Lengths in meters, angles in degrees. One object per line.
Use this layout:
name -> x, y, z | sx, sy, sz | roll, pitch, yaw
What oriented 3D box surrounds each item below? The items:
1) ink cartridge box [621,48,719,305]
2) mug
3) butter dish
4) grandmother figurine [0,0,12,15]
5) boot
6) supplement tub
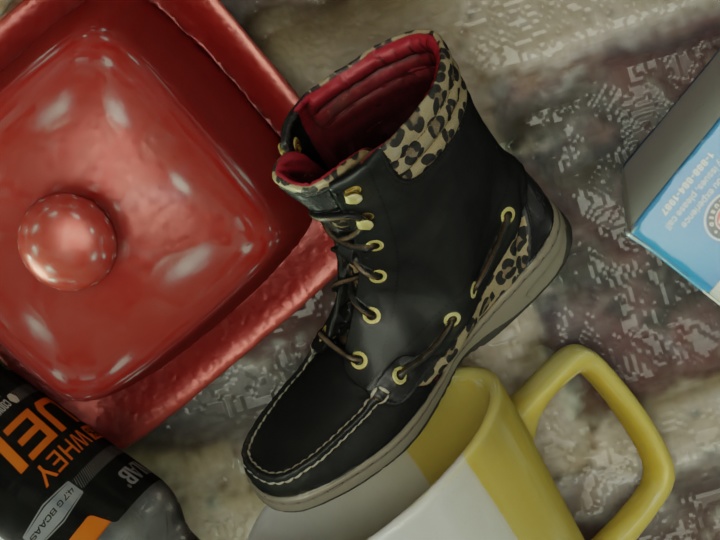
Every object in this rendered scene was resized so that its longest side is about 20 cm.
ink cartridge box -> 0.240, -0.026, 0.962 | 0.200, 0.145, 0.147 | 38, 103, -4
mug -> 0.062, 0.142, 1.017 | 0.186, 0.150, 0.153 | -33, 106, 17
butter dish -> -0.122, -0.026, 0.988 | 0.200, 0.148, 0.200 | -39, 96, 11
grandmother figurine -> -0.186, -0.178, 1.007 | 0.199, 0.061, 0.122 | -17, 120, 10
boot -> 0.000, 0.000, 0.967 | 0.200, 0.073, 0.151 | -42, 136, -10
supplement tub -> -0.169, 0.117, 0.992 | 0.199, 0.123, 0.123 | 35, 102, 4
